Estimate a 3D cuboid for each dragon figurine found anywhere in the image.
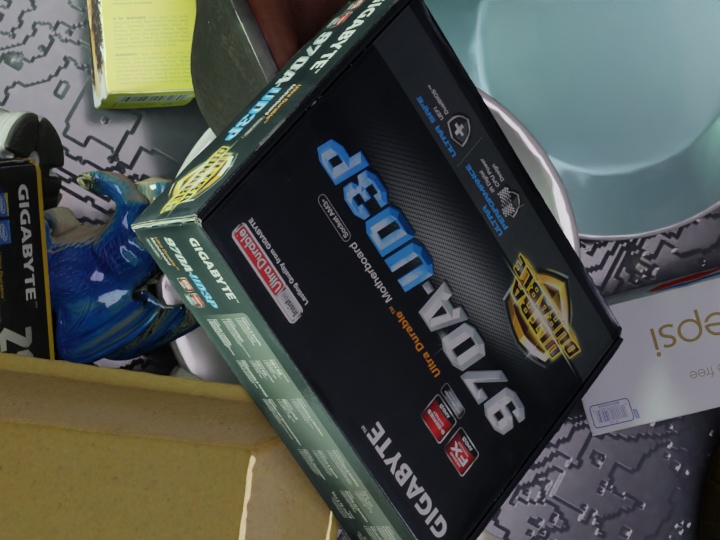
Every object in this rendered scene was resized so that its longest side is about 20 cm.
[{"bbox_3d":[-0.109,0.010,0.917,0.200,0.059,0.100,-19,82,21],"label":"dragon figurine"}]

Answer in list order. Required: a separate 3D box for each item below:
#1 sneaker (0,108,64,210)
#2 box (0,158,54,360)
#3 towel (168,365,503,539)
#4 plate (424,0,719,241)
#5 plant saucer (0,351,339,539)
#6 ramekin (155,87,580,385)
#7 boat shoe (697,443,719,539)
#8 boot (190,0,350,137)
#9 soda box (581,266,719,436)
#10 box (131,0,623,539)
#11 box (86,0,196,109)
[{"bbox_3d":[-0.212,0.010,0.982,0.090,0.078,0.200,22,93,21],"label":"sneaker"},{"bbox_3d":[-0.208,0.054,0.887,0.160,0.049,0.200,-2,94,28],"label":"box"},{"bbox_3d":[-0.047,0.166,0.915,0.192,0.035,0.200,29,81,-8],"label":"towel"},{"bbox_3d":[0.125,-0.115,1.046,0.200,0.026,0.200,1,100,7],"label":"plate"},{"bbox_3d":[-0.105,0.139,0.838,0.200,0.048,0.200,11,87,-40],"label":"plant saucer"},{"bbox_3d":[0.000,0.000,1.002,0.202,0.094,0.203,0,89,-8],"label":"ramekin"},{"bbox_3d":[0.215,0.155,1.056,0.066,0.074,0.200,3,104,-21],"label":"boat shoe"},{"bbox_3d":[0.010,-0.132,0.959,0.200,0.069,0.188,-10,58,-27],"label":"boot"},{"bbox_3d":[0.204,0.025,1.008,0.200,0.068,0.064,-15,92,26],"label":"soda box"},{"bbox_3d":[0.015,0.006,0.874,0.159,0.046,0.200,-48,118,-32],"label":"box"},{"bbox_3d":[-0.110,-0.182,1.001,0.050,0.075,0.200,-3,88,-12],"label":"box"}]
